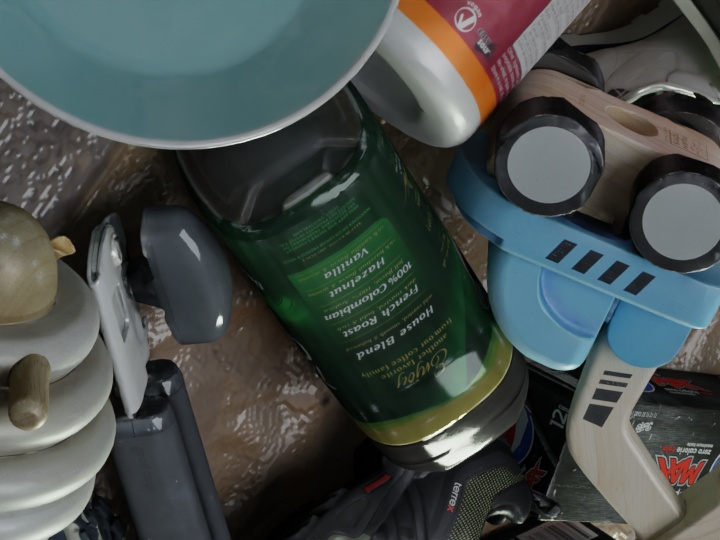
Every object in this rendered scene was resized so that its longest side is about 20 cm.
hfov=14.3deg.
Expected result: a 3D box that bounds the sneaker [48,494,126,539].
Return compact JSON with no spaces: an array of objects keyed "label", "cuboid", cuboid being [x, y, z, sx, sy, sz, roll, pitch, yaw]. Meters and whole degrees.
[{"label":"sneaker","cuboid":[-0.126,0.187,1.273,0.086,0.078,0.201,-16,111,1]}]

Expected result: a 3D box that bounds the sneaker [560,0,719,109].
[{"label":"sneaker","cuboid":[0.161,-0.086,1.394,0.199,0.080,0.077,-24,124,-34]}]

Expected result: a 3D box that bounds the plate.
[{"label":"plate","cuboid":[-0.078,-0.140,1.110,0.199,0.026,0.201,5,73,-15]}]

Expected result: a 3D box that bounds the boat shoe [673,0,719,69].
[{"label":"boat shoe","cuboid":[0.186,-0.133,1.342,0.072,0.060,0.202,-37,100,-51]}]

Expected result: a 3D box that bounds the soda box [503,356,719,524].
[{"label":"soda box","cuboid":[0.147,0.090,1.483,0.199,0.063,0.071,8,106,-44]}]

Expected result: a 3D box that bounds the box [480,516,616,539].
[{"label":"box","cuboid":[0.051,0.225,1.457,0.199,0.079,0.142,-20,126,-34]}]

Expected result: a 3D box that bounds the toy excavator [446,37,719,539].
[{"label":"toy excavator","cuboid":[0.113,0.023,1.292,0.194,0.100,0.201,23,115,-7]}]

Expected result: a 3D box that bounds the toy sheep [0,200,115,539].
[{"label":"toy sheep","cuboid":[-0.160,0.060,1.137,0.137,0.138,0.201,-7,128,-40]}]

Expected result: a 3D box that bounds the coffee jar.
[{"label":"coffee jar","cuboid":[0.000,0.000,1.270,0.085,0.104,0.200,-34,133,1]}]

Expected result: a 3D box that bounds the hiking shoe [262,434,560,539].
[{"label":"hiking shoe","cuboid":[0.008,0.147,1.348,0.200,0.076,0.101,-43,94,-18]}]

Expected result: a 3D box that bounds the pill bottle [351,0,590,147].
[{"label":"pill bottle","cuboid":[0.065,-0.159,1.245,0.200,0.109,0.110,-49,135,-12]}]

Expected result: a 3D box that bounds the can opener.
[{"label":"can opener","cuboid":[-0.076,0.062,1.249,0.053,0.067,0.201,-80,159,-56]}]
